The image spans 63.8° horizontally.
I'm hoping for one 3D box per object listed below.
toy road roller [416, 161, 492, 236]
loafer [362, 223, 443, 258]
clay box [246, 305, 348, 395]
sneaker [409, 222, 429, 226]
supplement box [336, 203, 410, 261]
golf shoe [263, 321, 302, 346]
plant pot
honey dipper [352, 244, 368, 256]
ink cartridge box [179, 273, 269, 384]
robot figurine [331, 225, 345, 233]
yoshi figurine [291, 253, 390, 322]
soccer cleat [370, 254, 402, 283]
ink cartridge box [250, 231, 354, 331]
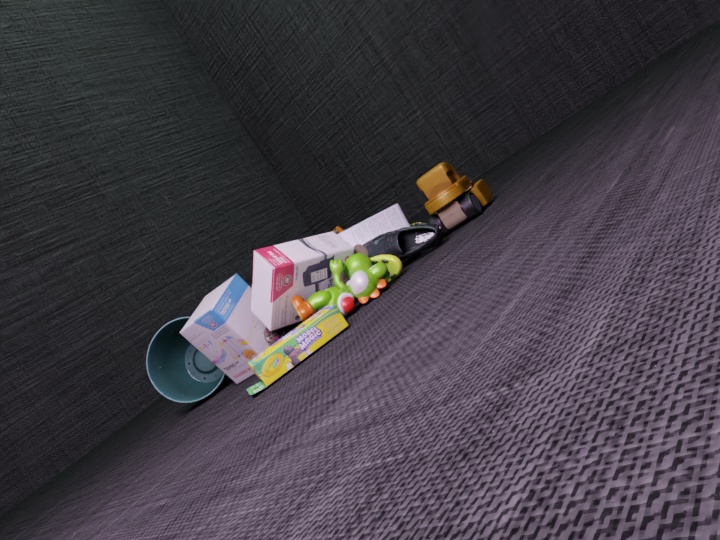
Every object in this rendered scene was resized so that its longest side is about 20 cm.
[{"bbox_3d":[0.216,-0.183,1.371,0.122,0.147,0.200,-31,4,30],"label":"toy road roller"},{"bbox_3d":[0.083,-0.060,1.267,0.198,0.069,0.070,-16,-10,16],"label":"loafer"},{"bbox_3d":[-0.122,0.137,1.009,0.199,0.048,0.115,-35,3,-16],"label":"clay box"},{"bbox_3d":[0.105,-0.075,1.519,0.197,0.079,0.085,-11,1,23],"label":"sneaker"},{"bbox_3d":[0.027,-0.056,1.377,0.198,0.104,0.101,-28,-22,-1],"label":"supplement box"},{"bbox_3d":[-0.137,0.123,1.251,0.199,0.073,0.092,-26,-19,-48],"label":"golf shoe"},{"bbox_3d":[-0.409,0.224,1.455,0.199,0.202,0.161,-34,-9,-2],"label":"plant pot"},{"bbox_3d":[-0.044,0.008,1.279,0.038,0.038,0.200,-37,-6,-41],"label":"honey dipper"},{"bbox_3d":[-0.262,0.137,1.266,0.128,0.200,0.126,-31,21,34],"label":"ink cartridge box"},{"bbox_3d":[-0.021,-0.046,1.576,0.058,0.145,0.200,-43,27,5],"label":"robot figurine"},{"bbox_3d":[-0.039,0.036,1.153,0.199,0.113,0.112,-32,-4,-7],"label":"yoshi figurine"},{"bbox_3d":[0.032,0.003,1.265,0.083,0.065,0.200,-34,2,-38],"label":"soccer cleat"},{"bbox_3d":[-0.117,0.018,1.183,0.198,0.084,0.147,-16,-53,-37],"label":"ink cartridge box"}]
